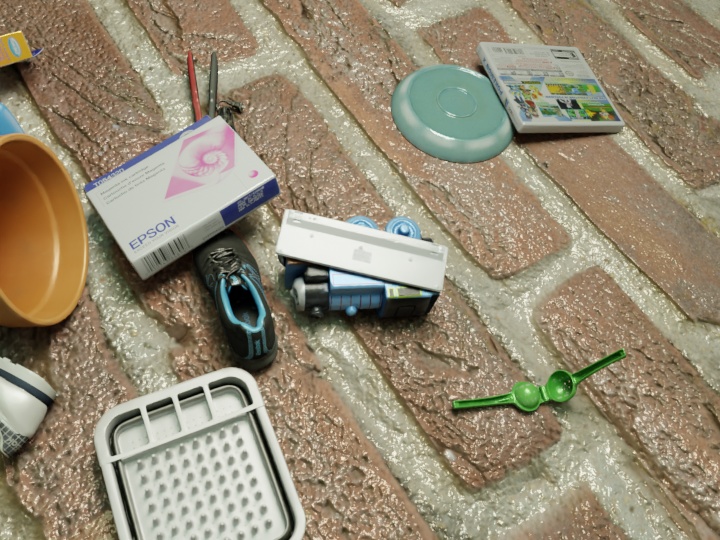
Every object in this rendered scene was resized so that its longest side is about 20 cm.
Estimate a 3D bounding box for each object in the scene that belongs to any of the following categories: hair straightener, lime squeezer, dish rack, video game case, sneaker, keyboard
[{"bbox_3d":[-0.201,-0.232,0.953,0.076,0.041,0.202,-6,59,-12],"label":"hair straightener"},{"bbox_3d":[0.207,0.138,0.772,0.197,0.071,0.038,-19,76,14],"label":"lime squeezer"},{"bbox_3d":[-0.161,0.212,0.674,0.169,0.044,0.202,-17,62,-20],"label":"dish rack"},{"bbox_3d":[0.300,-0.291,1.069,0.197,0.022,0.184,-5,58,-23],"label":"video game case"},{"bbox_3d":[-0.413,0.113,0.683,0.198,0.077,0.081,23,66,7],"label":"sneaker"},{"bbox_3d":[0.003,-0.023,0.777,0.197,0.011,0.057,13,76,-3],"label":"keyboard"},{"bbox_3d":[-0.144,0.011,0.782,0.072,0.082,0.201,-21,62,-18],"label":"sneaker"}]

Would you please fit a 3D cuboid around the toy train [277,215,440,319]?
[{"bbox_3d":[0.000,0.000,0.813,0.197,0.087,0.116,-2,64,-11],"label":"toy train"}]

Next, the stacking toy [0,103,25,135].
[{"bbox_3d":[-0.504,-0.195,0.858,0.115,0.111,0.200,-29,51,-14],"label":"stacking toy"}]

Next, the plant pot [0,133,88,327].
[{"bbox_3d":[-0.404,-0.035,0.715,0.138,0.201,0.203,-6,57,6],"label":"plant pot"}]

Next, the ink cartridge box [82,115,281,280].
[{"bbox_3d":[-0.230,-0.110,0.830,0.195,0.044,0.200,-35,57,-16],"label":"ink cartridge box"}]

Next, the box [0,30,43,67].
[{"bbox_3d":[-0.527,-0.276,0.888,0.199,0.042,0.118,-32,30,-28],"label":"box"}]

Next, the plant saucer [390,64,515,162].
[{"bbox_3d":[0.145,-0.250,1.030,0.197,0.028,0.203,4,58,-7],"label":"plant saucer"}]
